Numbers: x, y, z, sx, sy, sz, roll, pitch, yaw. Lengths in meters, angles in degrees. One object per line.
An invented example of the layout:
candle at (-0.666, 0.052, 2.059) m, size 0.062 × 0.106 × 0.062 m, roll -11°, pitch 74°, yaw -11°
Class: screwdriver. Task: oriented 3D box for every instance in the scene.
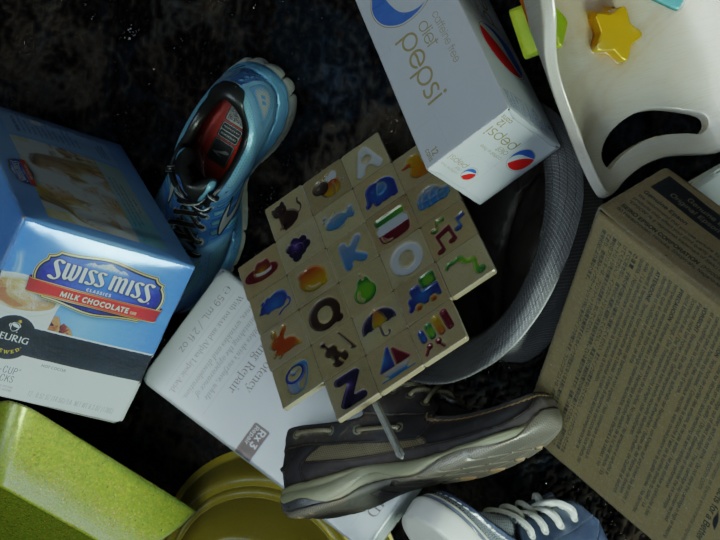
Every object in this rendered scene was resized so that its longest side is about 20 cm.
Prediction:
screwdriver at (-0.001, 0.065, 1.088) m, size 0.028 × 0.200 × 0.029 m, roll -37°, pitch 114°, yaw 5°

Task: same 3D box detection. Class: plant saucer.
plant saucer at (-0.257, 0.162, 1.220) m, size 0.199 × 0.200 × 0.048 m, roll -7°, pitch 57°, yaw 34°

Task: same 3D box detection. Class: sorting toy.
sorting toy at (0.171, -0.146, 1.061) m, size 0.107 × 0.200 × 0.180 m, roll 0°, pitch 108°, yaw 59°

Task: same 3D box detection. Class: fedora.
fedora at (0.096, -0.010, 1.117) m, size 0.177 × 0.090 × 0.200 m, roll -1°, pitch 71°, yaw 49°

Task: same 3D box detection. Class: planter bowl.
planter bowl at (-0.075, 0.238, 1.246) m, size 0.200 × 0.083 × 0.201 m, roll 4°, pitch 101°, yaw 19°

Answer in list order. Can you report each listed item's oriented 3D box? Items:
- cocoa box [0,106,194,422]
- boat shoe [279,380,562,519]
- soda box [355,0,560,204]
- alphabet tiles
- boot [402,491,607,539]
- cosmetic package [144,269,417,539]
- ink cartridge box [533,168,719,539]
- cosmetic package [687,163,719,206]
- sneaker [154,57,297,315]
cocoa box at (-0.223, -0.012, 1.176) m, size 0.131 × 0.133 × 0.200 m, roll -62°, pitch 34°, yaw 17°
boat shoe at (0.031, 0.105, 1.090) m, size 0.200 × 0.074 × 0.073 m, roll -19°, pitch 73°, yaw 20°
soda box at (0.054, -0.144, 1.092) m, size 0.068 × 0.064 × 0.200 m, roll -36°, pitch 51°, yaw 21°
alphabet tiles at (0.000, 0.000, 1.109) m, size 0.166 × 0.006 × 0.200 m, roll -35°, pitch 46°, yaw 14°
boot at (0.101, 0.175, 1.115) m, size 0.073 × 0.200 × 0.090 m, roll 24°, pitch 72°, yaw 39°
cosmetic package at (-0.042, 0.099, 1.195) m, size 0.200 × 0.074 × 0.102 m, roll 35°, pitch 88°, yaw 11°
ink cartridge box at (0.199, 0.066, 1.026) m, size 0.165 × 0.075 × 0.200 m, roll 40°, pitch 139°, yaw 26°
cosmetic package at (0.259, 0.030, 1.078) m, size 0.074 × 0.102 × 0.200 m, roll -33°, pitch 86°, yaw 53°
sneaker at (-0.119, -0.059, 1.205) m, size 0.078 × 0.090 × 0.200 m, roll 26°, pitch 108°, yaw 13°
